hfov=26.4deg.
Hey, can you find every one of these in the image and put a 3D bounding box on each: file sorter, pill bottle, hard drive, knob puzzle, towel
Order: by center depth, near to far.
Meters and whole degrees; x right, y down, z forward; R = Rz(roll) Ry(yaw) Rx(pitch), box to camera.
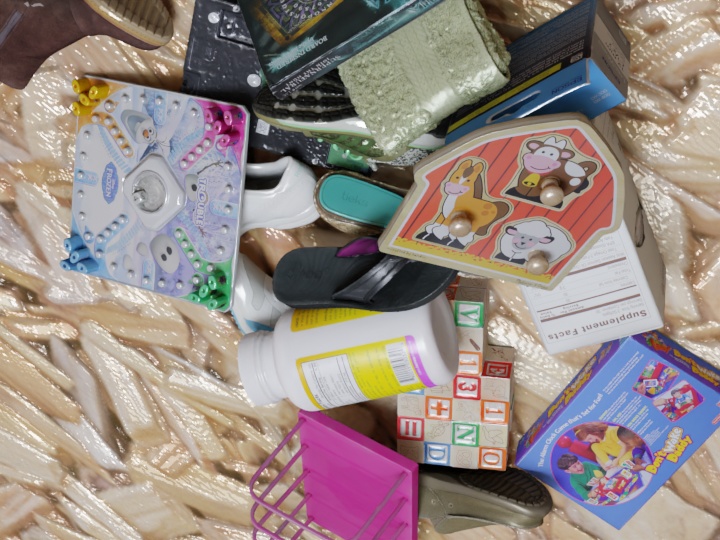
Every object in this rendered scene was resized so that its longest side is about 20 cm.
[{"bbox_3d":[0.135,-0.055,1.288,0.219,0.030,0.220,-3,140,-2],"label":"knob puzzle"},{"bbox_3d":[0.036,-0.213,1.346,0.148,0.036,0.200,-32,68,20],"label":"towel"},{"bbox_3d":[-0.068,-0.178,1.453,0.200,0.038,0.140,16,121,3],"label":"hard drive"},{"bbox_3d":[-0.013,0.076,1.475,0.200,0.104,0.104,-13,115,17],"label":"pill bottle"},{"bbox_3d":[-0.032,0.269,1.588,0.139,0.125,0.200,26,144,23],"label":"file sorter"}]

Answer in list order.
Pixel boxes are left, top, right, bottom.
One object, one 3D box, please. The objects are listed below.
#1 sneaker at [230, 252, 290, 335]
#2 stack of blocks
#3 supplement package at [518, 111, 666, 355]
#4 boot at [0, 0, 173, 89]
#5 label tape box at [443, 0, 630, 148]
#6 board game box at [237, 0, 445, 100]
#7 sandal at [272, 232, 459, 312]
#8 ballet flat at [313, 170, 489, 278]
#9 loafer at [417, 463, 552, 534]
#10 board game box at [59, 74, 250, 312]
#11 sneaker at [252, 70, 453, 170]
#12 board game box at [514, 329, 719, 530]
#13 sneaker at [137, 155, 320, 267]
[{"bbox_3d":[-0.069,0.052,1.566,0.081,0.077,0.200,-30,116,17],"label":"sneaker"},{"bbox_3d":[0.098,0.102,1.562,0.115,0.059,0.200,4,119,9],"label":"stack of blocks"},{"bbox_3d":[0.198,-0.043,1.427,0.117,0.117,0.200,-16,115,20],"label":"supplement package"},{"bbox_3d":[-0.290,-0.232,1.465,0.200,0.072,0.166,31,132,-8],"label":"boot"},{"bbox_3d":[0.155,-0.149,1.328,0.143,0.200,0.066,-28,112,24],"label":"label tape box"},{"bbox_3d":[-0.013,-0.254,1.343,0.200,0.135,0.028,-29,153,19],"label":"board game box"},{"bbox_3d":[-0.001,0.001,1.413,0.200,0.075,0.048,-9,156,29],"label":"sandal"},{"bbox_3d":[0.051,-0.044,1.465,0.200,0.065,0.071,24,83,3],"label":"ballet flat"},{"bbox_3d":[0.113,0.240,1.597,0.200,0.076,0.068,10,109,41],"label":"loafer"},{"bbox_3d":[-0.203,-0.075,1.479,0.200,0.026,0.200,14,106,27],"label":"board game box"},{"bbox_3d":[-0.004,-0.125,1.414,0.200,0.077,0.089,11,138,11],"label":"sneaker"},{"bbox_3d":[0.270,0.157,1.565,0.134,0.045,0.200,33,120,-7],"label":"board game box"},{"bbox_3d":[-0.138,-0.066,1.495,0.200,0.075,0.089,-21,146,12],"label":"sneaker"}]
